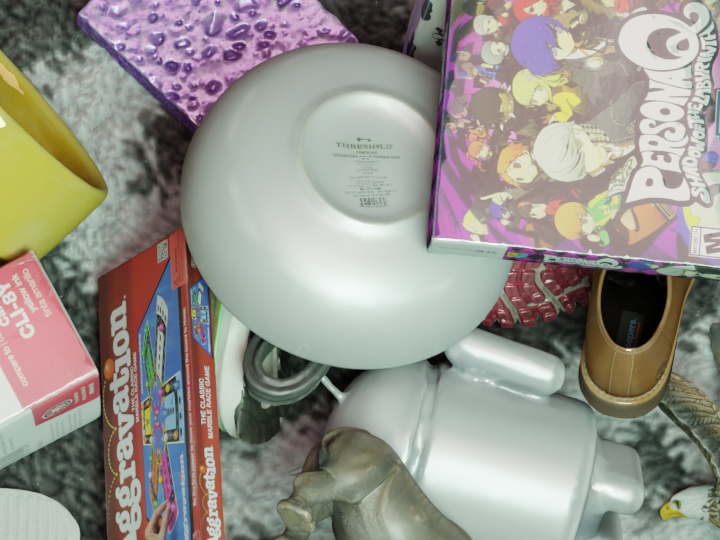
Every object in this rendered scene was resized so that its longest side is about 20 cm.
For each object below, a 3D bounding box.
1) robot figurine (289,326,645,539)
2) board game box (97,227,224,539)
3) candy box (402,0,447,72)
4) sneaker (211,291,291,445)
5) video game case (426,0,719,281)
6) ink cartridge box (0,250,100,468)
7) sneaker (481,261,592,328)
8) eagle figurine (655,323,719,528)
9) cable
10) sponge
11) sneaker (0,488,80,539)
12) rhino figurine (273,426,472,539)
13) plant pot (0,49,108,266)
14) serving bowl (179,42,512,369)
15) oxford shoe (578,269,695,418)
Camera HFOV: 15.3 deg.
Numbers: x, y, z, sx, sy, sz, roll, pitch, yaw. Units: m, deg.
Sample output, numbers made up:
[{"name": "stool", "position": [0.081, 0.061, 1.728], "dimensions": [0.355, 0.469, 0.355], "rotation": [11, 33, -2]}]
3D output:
[{"name": "robot figurine", "position": [0.062, 0.116, 1.557], "dimensions": [0.199, 0.113, 0.171], "rotation": [16, 106, -4]}, {"name": "board game box", "position": [-0.116, 0.086, 1.539], "dimensions": [0.019, 0.103, 0.202], "rotation": [8, 68, -33]}, {"name": "candy box", "position": [0.132, -0.146, 1.588], "dimensions": [0.199, 0.168, 0.072], "rotation": [13, 77, -2]}, {"name": "sneaker", "position": [-0.093, 0.001, 1.578], "dimensions": [0.088, 0.077, 0.202], "rotation": [-1, 85, 23]}, {"name": "video game case", "position": [0.133, -0.101, 1.475], "dimensions": [0.180, 0.036, 0.202], "rotation": [6, 79, -3]}, {"name": "ink cartridge box", "position": [-0.252, 0.083, 1.511], "dimensions": [0.199, 0.145, 0.084], "rotation": [-29, 82, -11]}, {"name": "sneaker", "position": [0.130, -0.023, 1.618], "dimensions": [0.199, 0.081, 0.075], "rotation": [-12, 52, -9]}, {"name": "eagle figurine", "position": [0.227, 0.111, 1.572], "dimensions": [0.150, 0.152, 0.202], "rotation": [-13, 85, 12]}, {"name": "cable", "position": [0.000, 0.000, 1.564], "dimensions": [0.097, 0.050, 0.201], "rotation": [21, 69, 1]}, {"name": "sponge", "position": [-0.066, -0.125, 1.633], "dimensions": [0.200, 0.030, 0.112], "rotation": [44, 78, 3]}, {"name": "sneaker", "position": [-0.255, 0.188, 1.537], "dimensions": [0.199, 0.082, 0.074], "rotation": [-19, 63, -31]}, {"name": "rhino figurine", "position": [0.031, 0.168, 1.477], "dimensions": [0.200, 0.060, 0.088], "rotation": [48, 50, -19]}, {"name": "plant pot", "position": [-0.276, -0.052, 1.522], "dimensions": [0.189, 0.201, 0.201], "rotation": [-43, 86, 3]}, {"name": "serving bowl", "position": [0.000, -0.048, 1.512], "dimensions": [0.199, 0.066, 0.201], "rotation": [6, 63, -11]}, {"name": "oxford shoe", "position": [0.163, -0.019, 1.527], "dimensions": [0.071, 0.071, 0.201], "rotation": [5, 57, 4]}]
